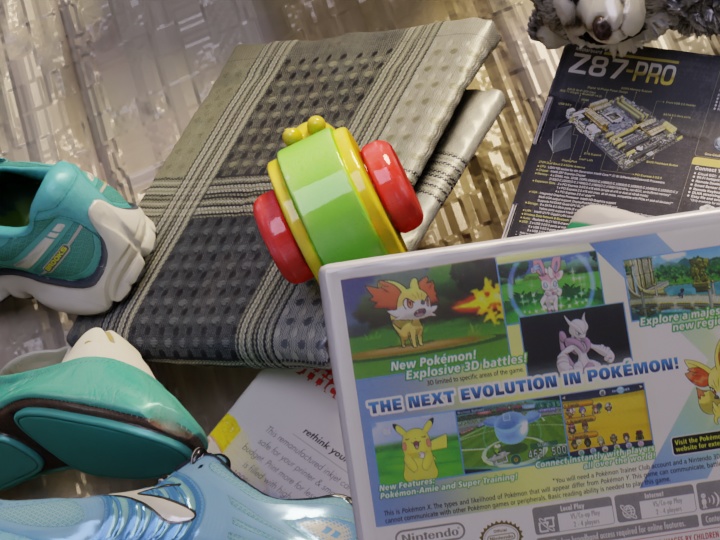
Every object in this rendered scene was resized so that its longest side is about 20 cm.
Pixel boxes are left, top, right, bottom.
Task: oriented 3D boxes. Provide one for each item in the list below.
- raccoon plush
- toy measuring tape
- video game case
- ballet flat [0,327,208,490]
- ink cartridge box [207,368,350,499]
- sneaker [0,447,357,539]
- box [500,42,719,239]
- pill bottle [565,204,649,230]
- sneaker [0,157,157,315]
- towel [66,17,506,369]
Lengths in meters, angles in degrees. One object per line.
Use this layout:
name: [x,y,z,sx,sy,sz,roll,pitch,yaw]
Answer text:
raccoon plush: [0.158,-0.157,1.094,0.134,0.097,0.200,1,19,25]
toy measuring tape: [0.000,0.000,0.946,0.073,0.074,0.200,-25,46,4]
video game case: [0.095,0.074,0.876,0.199,0.022,0.183,-8,85,-2]
ballet flat: [-0.140,0.061,1.063,0.200,0.067,0.071,-12,49,44]
ink cartridge box: [-0.014,0.109,1.027,0.116,0.067,0.200,33,77,31]
sneaker: [-0.084,0.122,0.975,0.199,0.079,0.090,6,48,20]
box: [0.169,-0.020,1.048,0.199,0.049,0.162,9,68,22]
pill bottle: [0.093,0.084,0.942,0.113,0.113,0.200,25,84,28]
sneaker: [-0.184,-0.031,1.135,0.200,0.080,0.078,1,56,44]
towel: [-0.033,-0.035,1.092,0.192,0.035,0.200,0,53,46]
